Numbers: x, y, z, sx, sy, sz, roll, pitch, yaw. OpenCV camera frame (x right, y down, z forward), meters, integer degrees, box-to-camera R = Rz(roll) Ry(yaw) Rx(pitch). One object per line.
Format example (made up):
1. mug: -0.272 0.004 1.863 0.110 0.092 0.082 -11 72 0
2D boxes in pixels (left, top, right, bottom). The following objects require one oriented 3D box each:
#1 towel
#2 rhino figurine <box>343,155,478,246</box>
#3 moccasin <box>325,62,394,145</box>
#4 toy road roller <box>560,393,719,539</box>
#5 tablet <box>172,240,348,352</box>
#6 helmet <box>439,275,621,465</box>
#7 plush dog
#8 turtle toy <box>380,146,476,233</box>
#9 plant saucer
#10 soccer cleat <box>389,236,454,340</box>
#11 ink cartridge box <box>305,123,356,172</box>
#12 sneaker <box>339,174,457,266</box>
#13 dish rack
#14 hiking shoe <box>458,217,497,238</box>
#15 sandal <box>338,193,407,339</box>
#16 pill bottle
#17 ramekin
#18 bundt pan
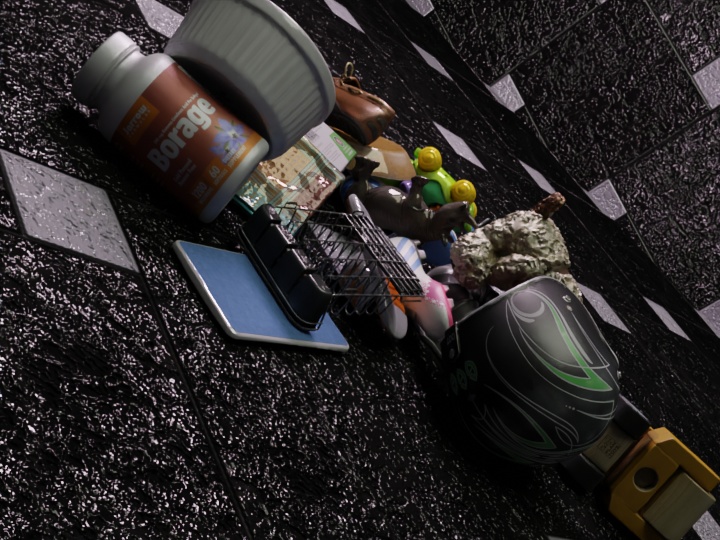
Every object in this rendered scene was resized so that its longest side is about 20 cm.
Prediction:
1. towel: -0.125 -0.139 1.292 0.200 0.022 0.147 42 55 -2
2. rhino figurine: 0.066 -0.083 1.432 0.197 0.089 0.060 21 6 16
3. moccasin: -0.023 -0.252 1.565 0.201 0.077 0.074 35 -22 50
4. toy road roller: 0.354 0.247 1.403 0.199 0.123 0.146 41 8 -2
5. tablet: -0.099 0.030 1.111 0.199 0.014 0.131 12 36 -55
6. helmet: 0.198 0.127 1.234 0.193 0.199 0.199 60 23 14
7. plush dog: 0.231 0.012 1.390 0.199 0.159 0.174 5 56 -62
8. turtle toy: 0.101 -0.126 1.707 0.200 0.101 0.146 45 -3 14
9. plant saucer: -0.006 -0.182 1.593 0.197 0.036 0.200 16 15 -4
10. soccer cleat: 0.055 0.027 1.347 0.085 0.071 0.201 -8 33 -12
11. ink cartridge box: -0.112 -0.179 1.420 0.199 0.085 0.146 41 18 -3
12. sneaker: 0.053 -0.057 1.530 0.198 0.079 0.090 29 29 -14
13. dish rack: -0.025 -0.008 1.190 0.198 0.055 0.154 2 45 -48
14. hiking shoe: 0.180 -0.026 1.676 0.074 0.087 0.201 37 20 -13
15. sandal: 0.003 0.003 1.300 0.079 0.059 0.209 50 18 -53
16. pill bottle: -0.204 -0.154 1.142 0.199 0.112 0.112 40 19 -6
17. ramekin: -0.132 -0.211 1.198 0.201 0.095 0.203 31 -24 16
18. bundt pan: 0.153 0.069 1.440 0.201 0.076 0.203 38 19 -15
